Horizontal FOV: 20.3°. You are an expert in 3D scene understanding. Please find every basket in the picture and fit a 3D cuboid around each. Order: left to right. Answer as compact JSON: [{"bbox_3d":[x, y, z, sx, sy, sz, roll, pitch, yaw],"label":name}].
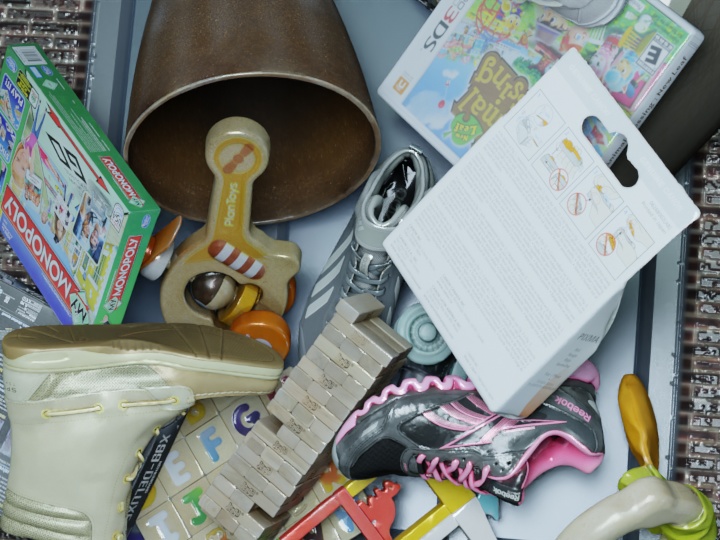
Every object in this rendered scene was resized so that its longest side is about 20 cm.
[{"bbox_3d":[0.214,-0.153,1.469,0.180,0.136,0.201,34,93,-18],"label":"basket"}]

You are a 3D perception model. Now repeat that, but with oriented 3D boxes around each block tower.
[{"bbox_3d":[-0.039,0.112,1.447,0.058,0.054,0.201,38,106,13],"label":"block tower"}]

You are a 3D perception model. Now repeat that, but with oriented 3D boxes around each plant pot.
[{"bbox_3d":[-0.086,-0.168,1.493,0.185,0.187,0.201,-9,58,5],"label":"plant pot"}]

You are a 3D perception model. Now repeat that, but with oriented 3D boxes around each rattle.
[{"bbox_3d":[0.148,0.190,1.455,0.200,0.130,0.143,-45,65,25],"label":"rattle"}]

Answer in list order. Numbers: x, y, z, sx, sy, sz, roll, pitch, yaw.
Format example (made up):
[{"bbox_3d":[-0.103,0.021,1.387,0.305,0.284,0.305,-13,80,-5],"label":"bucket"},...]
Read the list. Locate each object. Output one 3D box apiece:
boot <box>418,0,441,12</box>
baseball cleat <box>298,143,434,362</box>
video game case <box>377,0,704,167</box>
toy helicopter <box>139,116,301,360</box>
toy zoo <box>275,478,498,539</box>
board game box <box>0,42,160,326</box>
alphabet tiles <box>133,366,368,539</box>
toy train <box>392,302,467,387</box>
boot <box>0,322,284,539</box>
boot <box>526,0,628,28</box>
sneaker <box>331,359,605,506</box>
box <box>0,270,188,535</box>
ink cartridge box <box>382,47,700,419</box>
[{"bbox_3d":[0.059,-0.201,1.527,0.198,0.077,0.140,3,86,8],"label":"boot"},{"bbox_3d":[0.000,0.000,1.482,0.069,0.106,0.202,17,85,4],"label":"baseball cleat"},{"bbox_3d":[0.123,-0.146,1.432,0.183,0.022,0.200,-54,53,13],"label":"video game case"},{"bbox_3d":[-0.106,-0.026,1.454,0.131,0.201,0.079,8,37,-3],"label":"toy helicopter"},{"bbox_3d":[0.020,0.214,1.466,0.200,0.020,0.132,-38,94,-6],"label":"toy zoo"},{"bbox_3d":[-0.221,-0.054,1.480,0.200,0.029,0.135,51,132,35],"label":"board game box"},{"bbox_3d":[-0.086,0.173,1.503,0.166,0.006,0.201,-33,78,10],"label":"alphabet tiles"},{"bbox_3d":[0.096,0.009,1.485,0.113,0.085,0.201,19,84,0],"label":"toy train"},{"bbox_3d":[-0.157,0.120,1.433,0.198,0.073,0.157,1,105,-13],"label":"boot"},{"bbox_3d":[0.097,-0.239,1.403,0.200,0.095,0.074,35,99,38],"label":"boot"},{"bbox_3d":[0.080,0.123,1.407,0.198,0.079,0.096,-14,58,-2],"label":"sneaker"},{"bbox_3d":[-0.241,0.107,1.513,0.199,0.050,0.159,26,92,11],"label":"box"},{"bbox_3d":[0.126,-0.025,1.366,0.200,0.050,0.163,-44,59,19],"label":"ink cartridge box"}]
